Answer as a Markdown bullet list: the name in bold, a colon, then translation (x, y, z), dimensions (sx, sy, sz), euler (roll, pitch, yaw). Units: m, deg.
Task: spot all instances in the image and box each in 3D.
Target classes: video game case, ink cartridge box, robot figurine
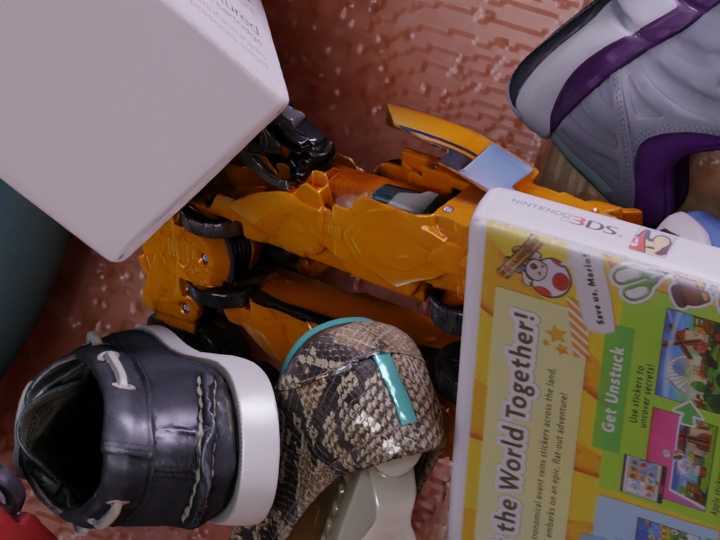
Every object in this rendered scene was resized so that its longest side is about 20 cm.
- **video game case**: translation (0.116, 0.079, 0.837), dimensions (0.182, 0.023, 0.200), euler (16, 132, 16)
- **ink cartridge box**: translation (-0.112, -0.119, 0.881), dimensions (0.084, 0.200, 0.145), euler (-41, 122, 16)
- **robot figurine**: translation (0.000, 0.000, 0.915), dimensions (0.200, 0.058, 0.145), euler (21, 129, 33)

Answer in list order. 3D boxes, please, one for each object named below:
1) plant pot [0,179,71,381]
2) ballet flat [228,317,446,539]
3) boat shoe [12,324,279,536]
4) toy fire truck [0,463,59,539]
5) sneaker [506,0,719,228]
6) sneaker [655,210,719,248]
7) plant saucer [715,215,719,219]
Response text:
- **plant pot**: translation (-0.177, -0.034, 0.950), dimensions (0.135, 0.200, 0.200), euler (-36, 80, -5)
- **ballet flat**: translation (-0.013, 0.102, 0.900), dimensions (0.075, 0.068, 0.200), euler (62, 149, 33)
- **boat shoe**: translation (-0.088, 0.053, 0.915), dimensions (0.060, 0.200, 0.076), euler (3, 83, -22)
- **toy fire truck**: translation (-0.118, 0.158, 0.938), dimensions (0.200, 0.049, 0.141), euler (47, 138, -11)
- **sneaker**: translation (0.146, -0.089, 0.886), dimensions (0.200, 0.074, 0.088), euler (-38, 92, 28)
- **sneaker**: translation (0.185, 0.025, 0.847), dimensions (0.200, 0.076, 0.077), euler (26, 79, 17)
- **plant saucer**: translation (0.159, 0.075, 0.903), dimensions (0.200, 0.032, 0.201), euler (1, 93, 21)
